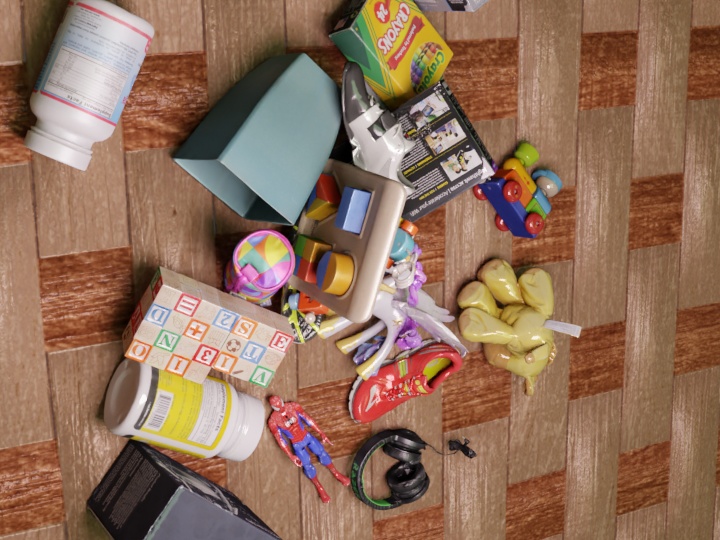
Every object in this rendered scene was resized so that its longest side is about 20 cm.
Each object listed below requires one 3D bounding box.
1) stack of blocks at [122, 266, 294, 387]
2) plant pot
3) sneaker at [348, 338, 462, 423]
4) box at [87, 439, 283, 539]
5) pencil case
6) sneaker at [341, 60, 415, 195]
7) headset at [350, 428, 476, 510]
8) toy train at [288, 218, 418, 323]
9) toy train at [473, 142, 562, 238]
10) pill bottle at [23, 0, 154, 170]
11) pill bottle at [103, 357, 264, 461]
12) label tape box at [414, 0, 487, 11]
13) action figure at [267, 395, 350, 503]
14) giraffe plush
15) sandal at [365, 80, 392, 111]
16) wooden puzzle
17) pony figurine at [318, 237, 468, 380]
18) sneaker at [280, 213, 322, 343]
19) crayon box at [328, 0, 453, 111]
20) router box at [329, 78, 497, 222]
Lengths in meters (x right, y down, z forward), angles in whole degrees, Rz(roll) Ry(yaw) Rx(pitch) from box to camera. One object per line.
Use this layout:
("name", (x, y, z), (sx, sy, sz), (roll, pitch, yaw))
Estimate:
("stack of blocks", (-0.204, 0.089, 1.535), (0.200, 0.059, 0.115), (23, 107, -24))
("plant pot", (-0.119, -0.185, 1.537), (0.141, 0.141, 0.200), (41, 73, -30))
("sneaker", (0.070, 0.170, 1.761), (0.200, 0.085, 0.077), (-33, 116, -18))
("box", (-0.239, 0.351, 1.569), (0.200, 0.196, 0.124), (37, 84, -31))
("pencil case", (-0.139, 0.000, 1.538), (0.088, 0.200, 0.089), (2, 80, -10))
("sneaker", (0.027, -0.188, 1.532), (0.088, 0.074, 0.201), (-8, 112, 14))
("headset", (0.081, 0.307, 1.796), (0.200, 0.094, 0.124), (-17, 110, -31))
("toy train", (0.000, 0.000, 1.571), (0.056, 0.199, 0.151), (40, 45, -48))
("toy train", (0.233, -0.155, 1.776), (0.116, 0.085, 0.200), (-51, 121, -21))
("pill bottle", (-0.341, -0.231, 1.415), (0.109, 0.109, 0.201), (22, 92, -31))
("pill bottle", (-0.240, 0.194, 1.577), (0.200, 0.114, 0.115), (23, 91, -32))
("label tape box", (0.090, -0.456, 1.577), (0.066, 0.143, 0.200), (-44, 119, -13))
("action figure", (-0.083, 0.262, 1.723), (0.065, 0.052, 0.200), (-37, 116, -11))
("giraffe plush", (0.251, 0.102, 1.820), (0.173, 0.200, 0.162), (-49, 154, -24))
("sandal", (0.036, -0.194, 1.669), (0.079, 0.059, 0.207), (-30, 100, -38))
("wooden puzzle", (-0.033, -0.046, 1.489), (0.046, 0.200, 0.186), (12, 97, -35))
("pony figurine", (0.052, 0.065, 1.702), (0.200, 0.167, 0.193), (-42, 112, 4))
("sneaker", (-0.083, 0.006, 1.646), (0.075, 0.076, 0.201), (15, 80, -10))
("crayon box", (0.056, -0.310, 1.627), (0.200, 0.051, 0.127), (46, 56, -31))
("router box", (0.068, -0.150, 1.597), (0.200, 0.051, 0.149), (-30, 96, 16))
